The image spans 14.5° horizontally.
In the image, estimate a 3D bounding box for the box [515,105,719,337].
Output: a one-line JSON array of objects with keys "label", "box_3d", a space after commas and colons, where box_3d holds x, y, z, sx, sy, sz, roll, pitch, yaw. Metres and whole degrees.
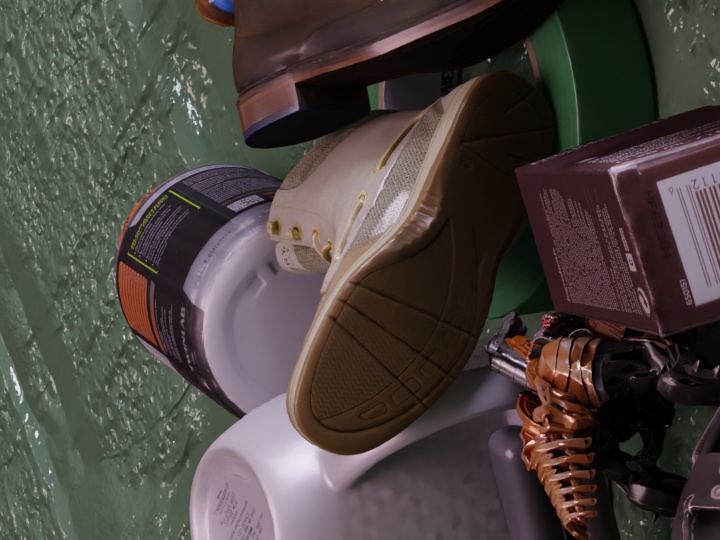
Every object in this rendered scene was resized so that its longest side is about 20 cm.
[{"label": "box", "box_3d": [0.137, -0.025, 1.180, 0.200, 0.100, 0.075, -177, 69, -82]}]

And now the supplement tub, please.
[{"label": "supplement tub", "box_3d": [-0.061, 0.009, 1.546, 0.200, 0.122, 0.123, -150, 59, -67]}]

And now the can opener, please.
[{"label": "can opener", "box_3d": [0.100, 0.158, 1.356, 0.067, 0.053, 0.200, -149, 41, -67]}]

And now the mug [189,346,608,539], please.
[{"label": "mug", "box_3d": [0.022, 0.105, 1.394, 0.200, 0.175, 0.148, -52, 53, 49]}]

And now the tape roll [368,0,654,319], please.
[{"label": "tape roll", "box_3d": [0.068, -0.077, 1.409, 0.200, 0.048, 0.201, 15, 108, 57]}]

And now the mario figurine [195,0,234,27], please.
[{"label": "mario figurine", "box_3d": [-0.017, -0.214, 1.498, 0.200, 0.123, 0.106, -43, 20, 42]}]

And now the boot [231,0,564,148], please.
[{"label": "boot", "box_3d": [0.009, -0.136, 1.344, 0.200, 0.075, 0.097, -24, 75, 34]}]

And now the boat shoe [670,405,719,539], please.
[{"label": "boat shoe", "box_3d": [0.168, 0.067, 1.148, 0.067, 0.200, 0.057, 7, 130, 21]}]

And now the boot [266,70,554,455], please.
[{"label": "boot", "box_3d": [0.000, 0.000, 1.354, 0.155, 0.072, 0.200, -6, 52, 60]}]

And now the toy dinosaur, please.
[{"label": "toy dinosaur", "box_3d": [0.116, 0.065, 1.264, 0.102, 0.135, 0.200, 98, -169, -49]}]
